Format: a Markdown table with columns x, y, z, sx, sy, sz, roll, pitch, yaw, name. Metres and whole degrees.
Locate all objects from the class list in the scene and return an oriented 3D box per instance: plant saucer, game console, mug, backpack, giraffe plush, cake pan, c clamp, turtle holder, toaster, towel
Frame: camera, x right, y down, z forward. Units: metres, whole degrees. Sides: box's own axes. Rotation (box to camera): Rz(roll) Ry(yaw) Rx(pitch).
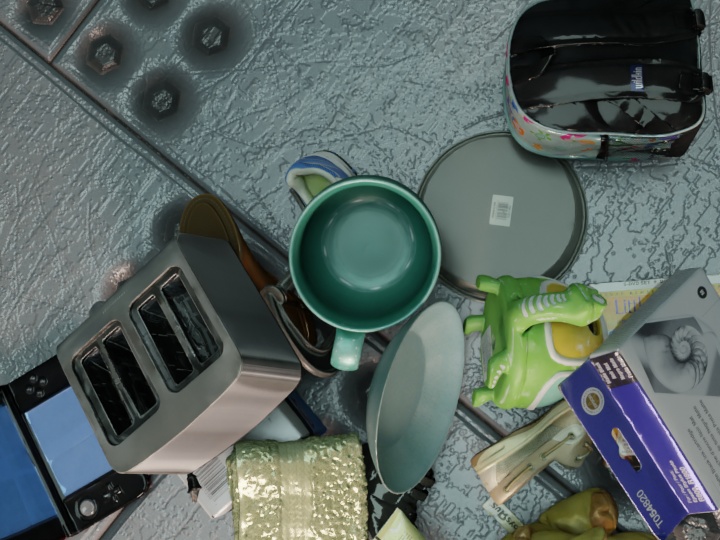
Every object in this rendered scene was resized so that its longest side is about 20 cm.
| x | y | z | sx | sy | sz | roll | pitch | yaw | name |
| --- | --- | --- | --- | --- | --- | --- | --- | --- | --- |
| 0.050 | 0.126 | 1.005 | 0.039 | 0.201 | 0.202 | 12 | 86 | 27 | plant saucer |
| -0.369 | 0.208 | 1.121 | 0.172 | 0.119 | 0.201 | -30 | 80 | 6 | game console |
| -0.004 | -0.011 | 1.011 | 0.152 | 0.114 | 0.185 | 43 | 98 | -4 | mug |
| 0.250 | -0.202 | 1.041 | 0.199 | 0.151 | 0.178 | 0 | 76 | 1 | backpack |
| 0.206 | 0.302 | 0.987 | 0.199 | 0.162 | 0.173 | 27 | 89 | 11 | giraffe plush |
| 0.156 | -0.064 | 1.101 | 0.199 | 0.037 | 0.201 | -1 | 83 | 9 | cake pan |
| -0.058 | 0.020 | 1.064 | 0.027 | 0.200 | 0.171 | -28 | 108 | 26 | c clamp |
| 0.186 | 0.061 | 1.016 | 0.131 | 0.141 | 0.186 | 1 | 126 | -6 | turtle holder |
| -0.171 | 0.090 | 0.937 | 0.181 | 0.119 | 0.200 | -40 | 67 | 16 | toaster |
| -0.060 | 0.264 | 1.001 | 0.148 | 0.036 | 0.201 | -3 | 104 | -8 | towel |

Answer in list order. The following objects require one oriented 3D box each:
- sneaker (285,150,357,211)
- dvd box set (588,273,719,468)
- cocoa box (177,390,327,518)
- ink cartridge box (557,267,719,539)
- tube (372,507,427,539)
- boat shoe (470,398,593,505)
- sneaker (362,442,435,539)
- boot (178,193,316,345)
| x | y | z | sx | sy | sz | roll | pitch | yaw | name |
| --- | --- | --- | --- | --- | --- | --- | --- | --- | --- |
| -0.007 | -0.055 | 1.099 | 0.200 | 0.077 | 0.076 | 40 | 115 | 16 | sneaker |
| 0.327 | 0.108 | 1.056 | 0.146 | 0.029 | 0.201 | -4 | 84 | 9 | dvd box set |
| -0.157 | 0.148 | 1.083 | 0.133 | 0.131 | 0.200 | -43 | 79 | 3 | cocoa box |
| 0.319 | 0.131 | 0.970 | 0.200 | 0.041 | 0.200 | -39 | 99 | -24 | ink cartridge box |
| 0.086 | 0.338 | 1.024 | 0.200 | 0.058 | 0.052 | 42 | 126 | -13 | tube |
| 0.213 | 0.177 | 1.026 | 0.200 | 0.072 | 0.065 | -33 | 72 | 12 | boat shoe |
| 0.051 | 0.270 | 1.065 | 0.099 | 0.071 | 0.201 | -29 | 81 | 4 | sneaker |
| -0.120 | 0.014 | 1.080 | 0.073 | 0.155 | 0.201 | -21 | 84 | 19 | boot |
